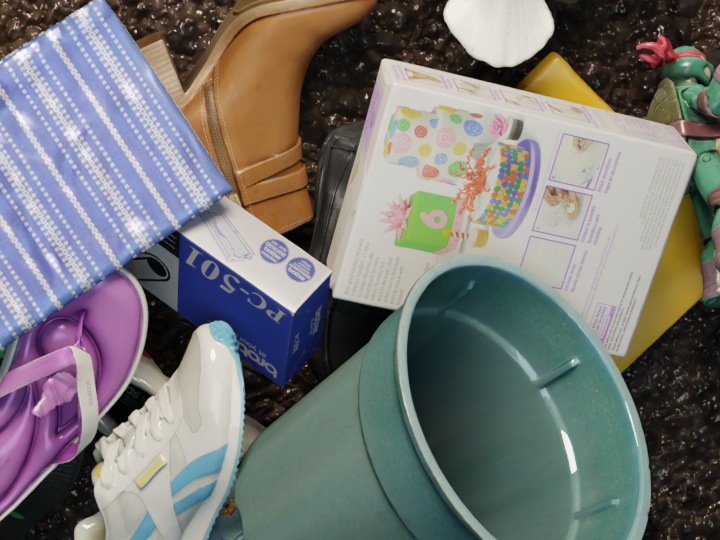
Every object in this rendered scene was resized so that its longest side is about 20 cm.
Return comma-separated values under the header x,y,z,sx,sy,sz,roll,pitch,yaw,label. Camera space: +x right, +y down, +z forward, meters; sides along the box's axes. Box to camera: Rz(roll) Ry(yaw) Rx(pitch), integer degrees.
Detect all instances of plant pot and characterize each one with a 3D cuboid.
x,y,z,sx,sy,sz,roll,pitch,yaw,label
0.036,0.123,0.977,0.200,0.201,0.196,44,132,-15,plant pot

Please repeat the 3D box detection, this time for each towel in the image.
x,y,z,sx,sy,sz,roll,pitch,yaw,label
-0.197,-0.052,0.960,0.199,0.024,0.145,-34,96,-5,towel

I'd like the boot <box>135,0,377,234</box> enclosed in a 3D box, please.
x,y,z,sx,sy,sz,roll,pitch,yaw,label
-0.059,-0.101,1.064,0.199,0.077,0.156,-23,109,1,boot

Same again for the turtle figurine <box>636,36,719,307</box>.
x,y,z,sx,sy,sz,roll,pitch,yaw,label
0.240,-0.084,1.069,0.100,0.150,0.202,-11,68,18,turtle figurine

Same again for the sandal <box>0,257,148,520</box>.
x,y,z,sx,sy,sz,roll,pitch,yaw,label
-0.195,0.086,1.001,0.082,0.050,0.203,28,104,-23,sandal

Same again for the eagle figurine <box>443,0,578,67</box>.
x,y,z,sx,sy,sz,roll,pitch,yaw,label
0.091,-0.246,0.993,0.151,0.201,0.151,-38,64,-25,eagle figurine

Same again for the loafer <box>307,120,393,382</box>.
x,y,z,sx,sy,sz,roll,pitch,yaw,label
0.000,0.000,1.085,0.068,0.070,0.202,-14,124,-33,loafer

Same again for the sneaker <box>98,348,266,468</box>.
x,y,z,sx,sy,sz,roll,pitch,yaw,label
-0.128,0.118,1.116,0.199,0.093,0.070,39,101,-13,sneaker

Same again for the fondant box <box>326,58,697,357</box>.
x,y,z,sx,sy,sz,roll,pitch,yaw,label
0.092,-0.037,1.010,0.198,0.058,0.145,11,113,-12,fondant box

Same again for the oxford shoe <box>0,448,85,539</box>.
x,y,z,sx,sy,sz,roll,pitch,yaw,label
-0.240,0.135,1.102,0.072,0.085,0.200,23,128,-18,oxford shoe

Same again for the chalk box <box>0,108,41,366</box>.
x,y,z,sx,sy,sz,roll,pitch,yaw,label
-0.262,-0.009,1.049,0.123,0.124,0.202,-9,107,-6,chalk box

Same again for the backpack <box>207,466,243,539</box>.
x,y,z,sx,sy,sz,roll,pitch,yaw,label
-0.032,0.223,1.121,0.167,0.127,0.200,-51,129,4,backpack

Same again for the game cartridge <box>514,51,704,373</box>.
x,y,z,sx,sy,sz,roll,pitch,yaw,label
0.141,-0.022,1.127,0.176,0.032,0.200,-44,102,9,game cartridge

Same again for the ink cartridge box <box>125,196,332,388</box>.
x,y,z,sx,sy,sz,roll,pitch,yaw,label
-0.112,-0.016,1.035,0.199,0.094,0.044,35,59,14,ink cartridge box

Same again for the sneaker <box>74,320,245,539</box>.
x,y,z,sx,sy,sz,roll,pitch,yaw,label
-0.126,0.120,1.028,0.080,0.077,0.201,13,115,-18,sneaker
